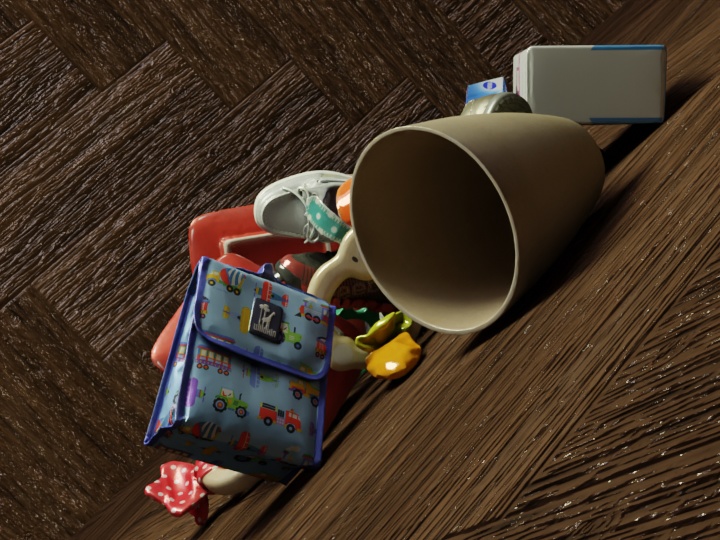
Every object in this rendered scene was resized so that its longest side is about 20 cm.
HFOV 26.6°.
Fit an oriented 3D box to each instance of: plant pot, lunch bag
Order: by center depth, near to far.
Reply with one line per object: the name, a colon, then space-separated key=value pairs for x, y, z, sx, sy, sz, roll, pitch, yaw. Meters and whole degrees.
plant pot: x=0.126 y=-0.066 z=1.362 sx=0.200 sy=0.187 sz=0.187 roll=-27 pitch=-8 yaw=-41
lunch bag: x=-0.108 y=0.088 z=1.486 sx=0.094 sy=0.150 sz=0.200 roll=-37 pitch=39 yaw=57

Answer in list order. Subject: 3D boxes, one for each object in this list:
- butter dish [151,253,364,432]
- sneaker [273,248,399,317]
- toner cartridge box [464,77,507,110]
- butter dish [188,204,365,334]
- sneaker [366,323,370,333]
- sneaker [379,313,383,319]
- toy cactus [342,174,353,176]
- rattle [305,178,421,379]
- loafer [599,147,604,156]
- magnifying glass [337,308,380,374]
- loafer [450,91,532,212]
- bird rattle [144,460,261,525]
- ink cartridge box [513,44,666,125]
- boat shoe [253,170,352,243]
butter dish: x=-0.122 y=0.115 z=1.653 sx=0.148 sy=0.199 sz=0.200 roll=-56 pitch=2 yaw=45
sneaker: x=0.000 y=0.000 z=1.661 sx=0.098 sy=0.200 sz=0.071 roll=-64 pitch=34 yaw=21
toner cartridge box: x=0.142 y=-0.137 z=1.607 sx=0.043 sy=0.095 sz=0.200 roll=-13 pitch=17 yaw=9
butter dish: x=-0.113 y=0.020 z=1.813 sx=0.199 sy=0.200 sz=0.148 roll=-10 pitch=4 yaw=-22
sneaker: x=0.054 y=0.000 z=1.878 sx=0.200 sy=0.080 sz=0.070 roll=-40 pitch=-19 yaw=13
sneaker: x=0.037 y=-0.030 z=1.807 sx=0.075 sy=0.200 sz=0.082 roll=-1 pitch=-38 yaw=-29
toy cactus: x=0.056 y=-0.091 z=1.765 sx=0.200 sy=0.165 sz=0.102 roll=-113 pitch=35 yaw=-54
rattle: x=-0.002 y=0.005 z=1.548 sx=0.130 sy=0.200 sz=0.143 roll=-3 pitch=3 yaw=12
loafer: x=0.215 y=-0.125 z=1.727 sx=0.073 sy=0.071 sz=0.200 roll=-44 pitch=3 yaw=-6
magnifying glass: x=0.000 y=0.031 z=1.734 sx=0.022 sy=0.080 sz=0.200 roll=44 pitch=122 yaw=57
loafer: x=0.103 y=-0.080 z=1.480 sx=0.070 sy=0.075 sz=0.200 roll=30 pitch=97 yaw=55
bird rattle: x=-0.147 y=0.200 z=1.739 sx=0.163 sy=0.113 sz=0.200 roll=-10 pitch=32 yaw=52
ink cartridge box: x=0.243 y=-0.199 z=1.654 sx=0.144 sy=0.085 sz=0.200 roll=-1 pitch=7 yaw=2
boat shoe: x=-0.014 y=-0.066 z=1.642 sx=0.065 sy=0.202 sz=0.075 roll=-107 pitch=18 yaw=-77
